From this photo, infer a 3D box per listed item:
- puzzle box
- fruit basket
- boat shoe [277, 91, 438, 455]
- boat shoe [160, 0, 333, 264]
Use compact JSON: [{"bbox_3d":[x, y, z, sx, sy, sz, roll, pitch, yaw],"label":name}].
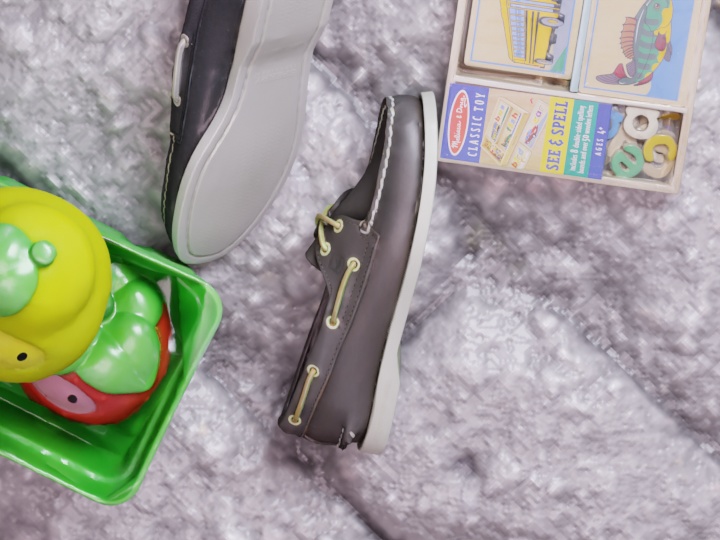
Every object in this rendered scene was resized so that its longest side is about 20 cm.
[{"bbox_3d":[0.116,-0.146,1.548,0.132,0.025,0.201,8,106,1],"label":"puzzle box"},{"bbox_3d":[-0.179,0.021,1.520,0.215,0.216,0.156,26,105,-5],"label":"fruit basket"},{"bbox_3d":[0.000,0.000,1.571,0.060,0.072,0.202,9,109,-4],"label":"boat shoe"},{"bbox_3d":[-0.069,-0.098,1.552,0.060,0.074,0.201,39,128,33],"label":"boat shoe"}]
